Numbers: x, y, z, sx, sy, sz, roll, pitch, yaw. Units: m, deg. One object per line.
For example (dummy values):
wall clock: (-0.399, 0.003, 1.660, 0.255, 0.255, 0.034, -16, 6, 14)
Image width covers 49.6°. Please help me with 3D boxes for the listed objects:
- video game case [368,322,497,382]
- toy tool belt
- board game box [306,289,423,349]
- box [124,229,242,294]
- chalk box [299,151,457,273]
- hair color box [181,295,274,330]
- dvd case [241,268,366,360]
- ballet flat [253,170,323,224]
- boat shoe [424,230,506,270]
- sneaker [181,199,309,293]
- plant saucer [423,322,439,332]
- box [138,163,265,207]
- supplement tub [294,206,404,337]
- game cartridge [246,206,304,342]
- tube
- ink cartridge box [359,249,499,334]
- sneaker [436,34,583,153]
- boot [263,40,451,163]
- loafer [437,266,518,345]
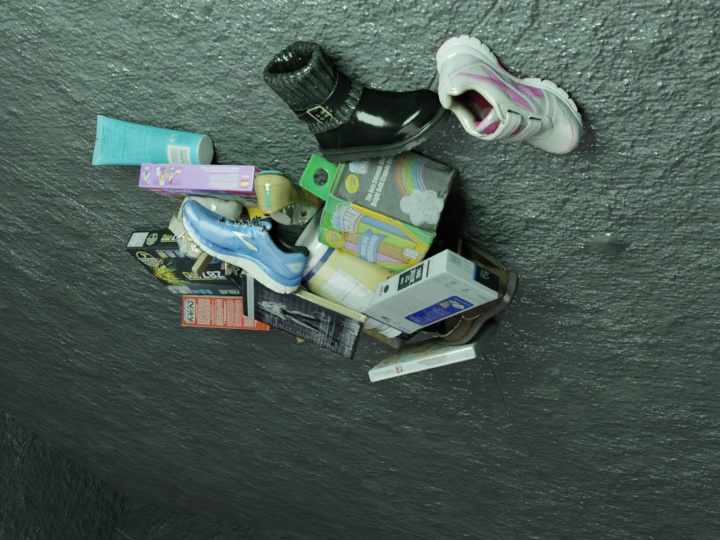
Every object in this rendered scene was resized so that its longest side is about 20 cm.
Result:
video game case: (0.127, 0.136, 1.314, 0.180, 0.200, 0.023, -17, 92, 21)
toy tool belt: (-0.241, -0.044, 1.251, 0.123, 0.125, 0.200, 7, 176, -1)
board game box: (0.012, 0.060, 1.365, 0.198, 0.035, 0.135, 28, 148, -11)
box: (-0.325, -0.015, 1.485, 0.198, 0.050, 0.161, 0, 147, 31)
chalk box: (0.014, -0.099, 1.090, 0.198, 0.125, 0.124, 21, 149, 1)
hair color box: (-0.234, 0.081, 1.513, 0.198, 0.065, 0.111, 2, 180, 25)
dvd case: (-0.092, 0.069, 1.213, 0.198, 0.016, 0.149, 21, 151, 4)
ballet flat: (-0.102, -0.094, 1.116, 0.068, 0.064, 0.200, -4, 175, 18)
boat shoe: (0.135, -0.028, 1.187, 0.199, 0.072, 0.066, 26, 143, -19)
sneaker: (-0.161, -0.052, 1.117, 0.199, 0.079, 0.090, 28, 110, -8)
plant saucer: (0.104, 0.050, 1.358, 0.198, 0.030, 0.201, 15, 148, 10)
box: (-0.217, -0.129, 1.195, 0.198, 0.040, 0.137, 4, 176, 21)
supplement tub: (0.000, 0.000, 1.216, 0.199, 0.145, 0.144, 35, 146, -15)
game cartridge: (-0.135, -0.002, 1.297, 0.032, 0.177, 0.201, -20, 145, -6)
tube: (-0.327, -0.192, 1.204, 0.198, 0.078, 0.050, 9, 180, 15)
ink cartridge box: (0.093, 0.035, 1.104, 0.099, 0.040, 0.199, 25, 148, -28)
sneaker: (0.167, -0.183, 0.905, 0.198, 0.089, 0.081, 26, 148, -9)
boot: (-0.007, -0.218, 0.962, 0.209, 0.080, 0.158, -9, 134, 33)
loafer: (0.163, 0.045, 1.177, 0.070, 0.074, 0.200, 25, 143, -9)
